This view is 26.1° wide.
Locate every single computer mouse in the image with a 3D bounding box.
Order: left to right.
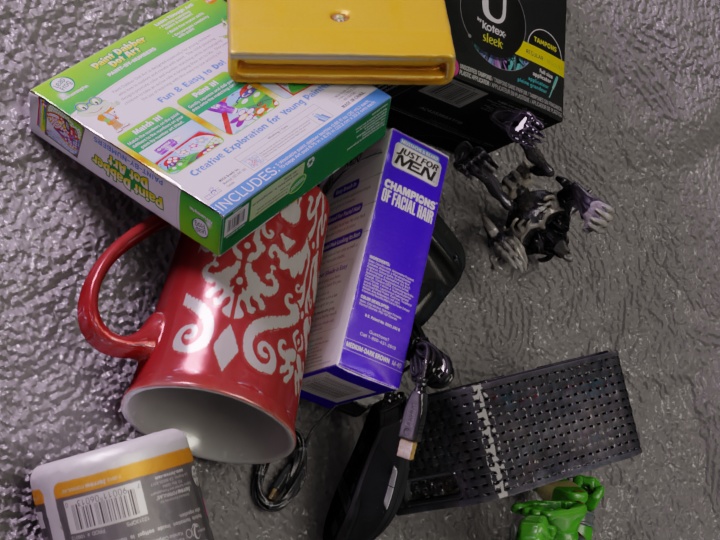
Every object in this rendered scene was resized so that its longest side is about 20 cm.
[{"bbox_3d":[-0.027,0.117,1.272,0.059,0.034,0.200,45,61,-7],"label":"computer mouse"},{"bbox_3d":[0.029,0.143,1.198,0.046,0.140,0.202,20,92,-11],"label":"computer mouse"}]

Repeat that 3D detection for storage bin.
[{"bbox_3d":[0.125,0.135,1.314,0.199,0.135,0.095,-11,84,-40],"label":"storage bin"}]

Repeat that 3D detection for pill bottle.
[{"bbox_3d":[-0.153,0.221,1.083,0.116,0.116,0.202,-12,86,-40],"label":"pill bottle"}]

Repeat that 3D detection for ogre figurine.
[{"bbox_3d":[0.166,0.249,1.327,0.097,0.200,0.121,4,95,1],"label":"ogre figurine"}]

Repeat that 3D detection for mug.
[{"bbox_3d":[-0.103,0.017,1.163,0.178,0.132,0.202,46,48,-45],"label":"mug"}]

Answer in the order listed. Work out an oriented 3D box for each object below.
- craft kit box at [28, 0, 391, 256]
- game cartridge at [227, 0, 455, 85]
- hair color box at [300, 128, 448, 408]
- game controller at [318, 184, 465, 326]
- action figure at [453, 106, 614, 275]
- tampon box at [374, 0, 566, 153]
[{"bbox_3d":[-0.113,-0.119,1.180,0.197,0.049,0.200,35,49,22],"label":"craft kit box"},{"bbox_3d":[-0.020,-0.219,1.247,0.174,0.033,0.201,0,41,-5],"label":"game cartridge"},{"bbox_3d":[0.000,0.000,1.233,0.064,0.109,0.202,22,68,-26],"label":"hair color box"},{"bbox_3d":[0.010,-0.044,1.343,0.104,0.042,0.200,-48,108,-22],"label":"game controller"},{"bbox_3d":[0.155,-0.050,1.380,0.200,0.118,0.102,50,8,-48],"label":"action figure"},{"bbox_3d":[0.093,-0.228,1.395,0.149,0.126,0.202,16,68,-34],"label":"tampon box"}]
